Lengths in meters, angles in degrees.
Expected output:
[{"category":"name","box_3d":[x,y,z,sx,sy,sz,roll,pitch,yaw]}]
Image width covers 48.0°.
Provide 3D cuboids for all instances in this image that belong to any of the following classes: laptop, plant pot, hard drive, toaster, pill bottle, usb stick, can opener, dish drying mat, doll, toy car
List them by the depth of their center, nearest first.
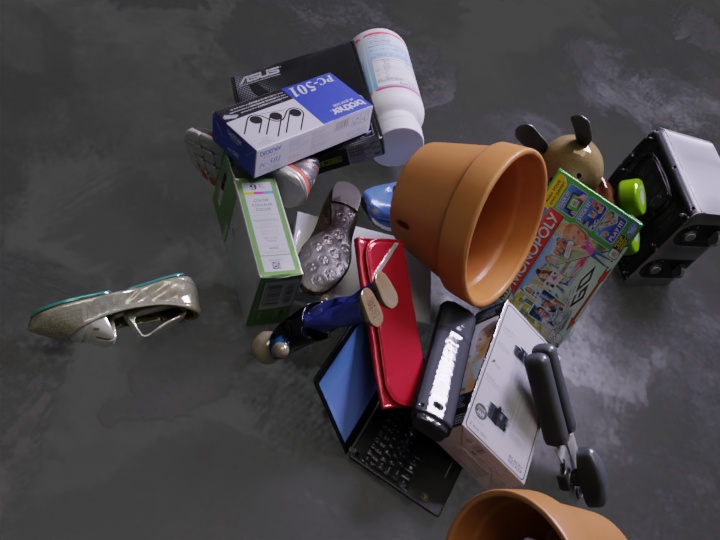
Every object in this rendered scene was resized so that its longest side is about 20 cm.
[{"category":"plant pot","box_3d":[0.197,0.326,0.834,0.137,0.201,0.204,5,52,-37]},{"category":"doll","box_3d":[-0.056,0.064,0.923,0.049,0.197,0.136,58,37,-11]},{"category":"laptop","box_3d":[0.058,0.147,0.955,0.197,0.104,0.178,32,51,7]},{"category":"dish drying mat","box_3d":[0.038,0.060,0.956,0.075,0.018,0.205,4,70,-39]},{"category":"usb stick","box_3d":[0.101,0.113,0.962,0.055,0.033,0.202,34,41,-10]},{"category":"can opener","box_3d":[0.250,0.186,0.976,0.052,0.065,0.205,-32,105,-52]},{"category":"plant pot","box_3d":[0.130,-0.074,1.032,0.138,0.204,0.199,24,45,32]},{"category":"hard drive","box_3d":[0.000,0.000,1.089,0.195,0.027,0.134,13,52,-10]},{"category":"toy car","box_3d":[0.297,-0.127,1.146,0.161,0.202,0.159,-5,40,33]},{"category":"toaster","box_3d":[0.461,-0.099,1.238,0.116,0.182,0.204,7,52,-22]},{"category":"pill bottle","box_3d":[0.039,-0.264,1.241,0.106,0.110,0.204,2,55,-19]}]

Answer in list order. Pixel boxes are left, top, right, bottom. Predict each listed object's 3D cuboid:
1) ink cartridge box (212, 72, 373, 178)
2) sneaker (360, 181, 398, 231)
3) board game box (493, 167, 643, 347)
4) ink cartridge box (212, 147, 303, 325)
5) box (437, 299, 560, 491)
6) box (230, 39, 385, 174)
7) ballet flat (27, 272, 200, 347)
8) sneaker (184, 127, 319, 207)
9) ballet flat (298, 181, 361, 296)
[{"category":"ink cartridge box","box_3d":[-0.086,-0.193,1.048,0.198,0.045,0.094,-28,56,-36]},{"category":"sneaker","box_3d":[0.087,-0.118,1.166,0.196,0.090,0.080,-13,59,-28]},{"category":"board game box","box_3d":[0.271,-0.016,1.104,0.133,0.203,0.029,33,16,7]},{"category":"ink cartridge box","box_3d":[-0.133,-0.046,1.022,0.058,0.105,0.204,-6,57,-24]},{"category":"box","box_3d":[0.171,0.152,0.998,0.116,0.060,0.202,43,49,-17]},{"category":"box","box_3d":[-0.078,-0.224,1.161,0.195,0.048,0.197,-15,61,2]},{"category":"ballet flat","box_3d":[-0.274,0.053,0.925,0.196,0.068,0.063,-17,72,-29]},{"category":"sneaker","box_3d":[-0.141,-0.148,1.076,0.196,0.078,0.082,24,49,15]},{"category":"ballet flat","box_3d":[-0.042,-0.037,1.049,0.066,0.047,0.203,24,46,-9]}]
